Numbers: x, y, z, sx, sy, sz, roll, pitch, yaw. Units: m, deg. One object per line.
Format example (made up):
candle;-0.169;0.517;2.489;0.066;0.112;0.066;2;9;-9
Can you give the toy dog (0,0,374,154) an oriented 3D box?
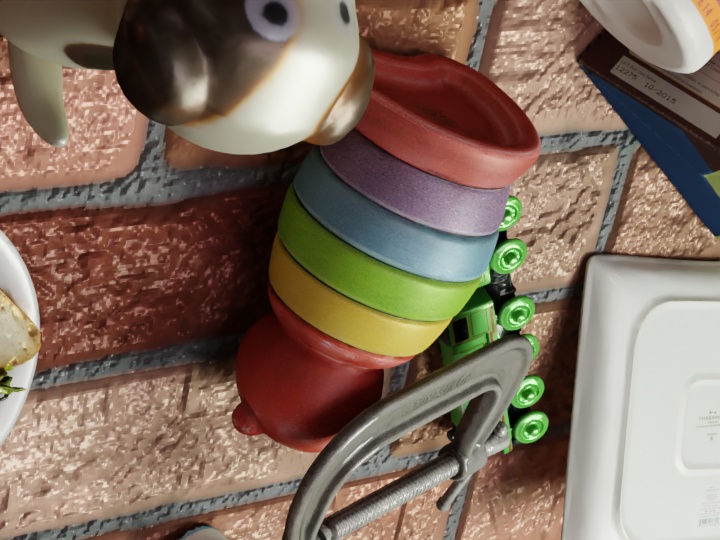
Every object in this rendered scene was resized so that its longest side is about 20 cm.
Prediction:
toy dog;-0.079;-0.121;0.832;0.139;0.200;0.194;19;105;-44

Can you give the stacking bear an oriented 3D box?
stacking bear;0.000;0.000;1.053;0.121;0.114;0.200;6;119;-41

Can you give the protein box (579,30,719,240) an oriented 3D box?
protein box;0.267;-0.110;1.169;0.200;0.135;0.199;-48;136;-1

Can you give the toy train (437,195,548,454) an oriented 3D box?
toy train;0.066;0.029;1.172;0.056;0.042;0.200;-22;131;-13

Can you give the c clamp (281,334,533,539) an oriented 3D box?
c clamp;0.025;0.107;1.120;0.200;0.027;0.171;-19;148;-47

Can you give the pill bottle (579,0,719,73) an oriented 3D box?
pill bottle;0.195;-0.205;1.061;0.200;0.114;0.114;-44;136;-5

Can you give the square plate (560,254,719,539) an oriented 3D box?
square plate;0.207;0.092;1.285;0.200;0.028;0.198;2;95;-38

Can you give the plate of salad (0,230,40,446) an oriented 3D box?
plate of salad;-0.229;0.056;0.942;0.200;0.048;0.200;-21;130;-27

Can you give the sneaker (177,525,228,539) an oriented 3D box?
sneaker;-0.046;0.222;1.181;0.077;0.081;0.200;-47;138;-6
